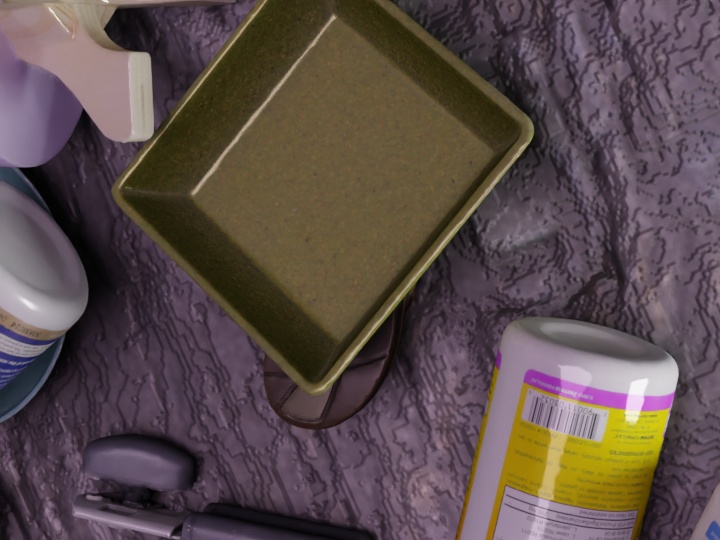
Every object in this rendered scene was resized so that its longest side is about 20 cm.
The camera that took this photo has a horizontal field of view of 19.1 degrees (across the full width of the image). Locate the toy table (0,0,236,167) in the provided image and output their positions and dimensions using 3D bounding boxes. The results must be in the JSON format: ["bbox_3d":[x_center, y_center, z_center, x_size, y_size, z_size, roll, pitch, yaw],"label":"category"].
[{"bbox_3d":[-0.175,-0.165,1.281,0.117,0.184,0.201,0,105,38],"label":"toy table"}]

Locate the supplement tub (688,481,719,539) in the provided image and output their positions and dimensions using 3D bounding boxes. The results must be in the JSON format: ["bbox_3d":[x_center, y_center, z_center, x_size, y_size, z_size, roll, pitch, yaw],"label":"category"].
[{"bbox_3d":[0.218,0.225,1.186,0.132,0.132,0.200,28,106,16],"label":"supplement tub"}]

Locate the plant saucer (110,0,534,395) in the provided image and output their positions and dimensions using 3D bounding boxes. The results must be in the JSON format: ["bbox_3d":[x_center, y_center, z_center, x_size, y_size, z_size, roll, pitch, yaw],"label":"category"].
[{"bbox_3d":[-0.018,-0.058,1.252,0.200,0.048,0.200,43,99,27],"label":"plant saucer"}]

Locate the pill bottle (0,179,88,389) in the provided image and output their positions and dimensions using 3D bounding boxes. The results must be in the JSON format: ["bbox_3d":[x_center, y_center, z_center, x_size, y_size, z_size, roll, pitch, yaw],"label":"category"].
[{"bbox_3d":[-0.273,0.043,1.323,0.200,0.116,0.116,-41,81,20],"label":"pill bottle"}]

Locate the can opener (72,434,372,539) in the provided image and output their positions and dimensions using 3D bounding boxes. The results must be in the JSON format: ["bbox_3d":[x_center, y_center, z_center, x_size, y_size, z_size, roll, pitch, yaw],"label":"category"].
[{"bbox_3d":[-0.088,0.149,1.336,0.199,0.053,0.067,9,100,19],"label":"can opener"}]

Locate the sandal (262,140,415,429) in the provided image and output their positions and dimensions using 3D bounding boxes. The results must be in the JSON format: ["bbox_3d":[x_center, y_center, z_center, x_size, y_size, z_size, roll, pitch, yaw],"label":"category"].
[{"bbox_3d":[0.000,0.000,1.290,0.081,0.055,0.201,10,84,24],"label":"sandal"}]

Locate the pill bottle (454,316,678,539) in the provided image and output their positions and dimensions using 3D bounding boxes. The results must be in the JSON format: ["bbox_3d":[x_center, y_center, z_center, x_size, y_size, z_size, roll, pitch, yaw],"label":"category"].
[{"bbox_3d":[0.112,0.134,1.230,0.104,0.104,0.201,16,102,18],"label":"pill bottle"}]

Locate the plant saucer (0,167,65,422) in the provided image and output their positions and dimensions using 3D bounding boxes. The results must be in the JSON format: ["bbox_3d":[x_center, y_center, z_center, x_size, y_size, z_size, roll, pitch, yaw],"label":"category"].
[{"bbox_3d":[-0.271,0.008,1.399,0.199,0.036,0.201,3,98,20],"label":"plant saucer"}]
